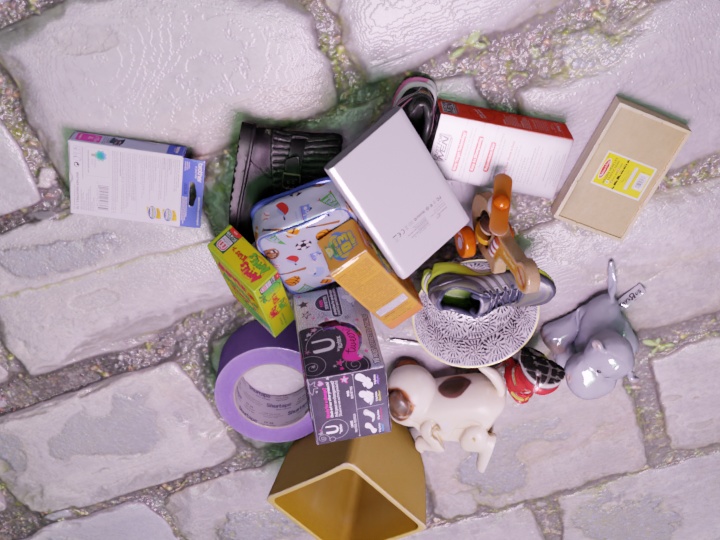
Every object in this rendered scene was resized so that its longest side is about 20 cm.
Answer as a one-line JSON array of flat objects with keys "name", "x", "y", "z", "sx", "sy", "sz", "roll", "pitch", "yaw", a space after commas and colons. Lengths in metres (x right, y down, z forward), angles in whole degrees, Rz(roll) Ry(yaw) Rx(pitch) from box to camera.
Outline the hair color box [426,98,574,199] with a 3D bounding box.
[{"name": "hair color box", "x": 0.196, "y": -0.176, "z": 1.304, "sx": 0.197, "sy": 0.061, "sz": 0.102, "roll": 10, "pitch": 122, "yaw": -8}]

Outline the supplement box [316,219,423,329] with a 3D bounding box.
[{"name": "supplement box", "x": 0.017, "y": 0.009, "z": 1.289, "sx": 0.068, "sy": 0.067, "sz": 0.200, "roll": -34, "pitch": 144, "yaw": 12}]

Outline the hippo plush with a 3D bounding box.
[{"name": "hippo plush", "x": 0.399, "y": 0.132, "z": 1.437, "sx": 0.159, "sy": 0.161, "sz": 0.200, "roll": 35, "pitch": 115, "yaw": -20}]

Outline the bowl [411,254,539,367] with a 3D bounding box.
[{"name": "bowl", "x": 0.177, "y": 0.045, "z": 1.419, "sx": 0.198, "sy": 0.095, "sz": 0.203, "roll": 0, "pitch": 122, "yaw": -1}]

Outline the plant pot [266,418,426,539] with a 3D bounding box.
[{"name": "plant pot", "x": -0.007, "y": 0.327, "z": 1.517, "sx": 0.195, "sy": 0.201, "sz": 0.194, "roll": -29, "pitch": 119, "yaw": 33}]

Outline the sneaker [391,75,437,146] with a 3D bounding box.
[{"name": "sneaker", "x": 0.055, "y": -0.174, "z": 1.287, "sx": 0.079, "sy": 0.087, "sz": 0.202, "roll": 11, "pitch": 121, "yaw": -6}]

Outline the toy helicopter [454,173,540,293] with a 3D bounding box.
[{"name": "toy helicopter", "x": 0.203, "y": -0.045, "z": 1.253, "sx": 0.078, "sy": 0.201, "sz": 0.133, "roll": -8, "pitch": 127, "yaw": -14}]

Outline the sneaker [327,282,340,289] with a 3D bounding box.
[{"name": "sneaker", "x": 0.000, "y": 0.000, "z": 1.414, "sx": 0.199, "sy": 0.075, "sz": 0.082, "roll": -33, "pitch": 101, "yaw": 12}]

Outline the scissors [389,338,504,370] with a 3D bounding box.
[{"name": "scissors", "x": 0.148, "y": 0.142, "z": 1.525, "sx": 0.197, "sy": 0.014, "sz": 0.074, "roll": -3, "pitch": 123, "yaw": -1}]

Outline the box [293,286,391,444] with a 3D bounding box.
[{"name": "box", "x": -0.031, "y": 0.132, "z": 1.315, "sx": 0.113, "sy": 0.201, "sz": 0.133, "roll": -10, "pitch": 125, "yaw": -5}]

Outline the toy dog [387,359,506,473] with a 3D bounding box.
[{"name": "toy dog", "x": 0.134, "y": 0.227, "z": 1.499, "sx": 0.198, "sy": 0.140, "sz": 0.195, "roll": 14, "pitch": 139, "yaw": 3}]

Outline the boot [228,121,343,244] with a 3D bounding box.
[{"name": "boot", "x": -0.113, "y": -0.113, "z": 1.326, "sx": 0.156, "sy": 0.080, "sz": 0.213, "roll": 8, "pitch": 123, "yaw": -9}]

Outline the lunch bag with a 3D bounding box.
[{"name": "lunch bag", "x": -0.061, "y": -0.048, "z": 1.299, "sx": 0.159, "sy": 0.076, "sz": 0.200, "roll": -22, "pitch": 151, "yaw": 5}]

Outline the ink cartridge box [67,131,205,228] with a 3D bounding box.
[{"name": "ink cartridge box", "x": -0.330, "y": -0.132, "z": 1.333, "sx": 0.197, "sy": 0.042, "sz": 0.120, "roll": 8, "pitch": 121, "yaw": -3}]

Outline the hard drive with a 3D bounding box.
[{"name": "hard drive", "x": 0.054, "y": -0.104, "z": 1.236, "sx": 0.132, "sy": 0.026, "sz": 0.201, "roll": -41, "pitch": 118, "yaw": -9}]

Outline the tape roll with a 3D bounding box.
[{"name": "tape roll", "x": -0.143, "y": 0.185, "z": 1.505, "sx": 0.197, "sy": 0.085, "sz": 0.202, "roll": -1, "pitch": 121, "yaw": -1}]

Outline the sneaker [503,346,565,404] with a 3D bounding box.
[{"name": "sneaker", "x": 0.272, "y": 0.176, "z": 1.436, "sx": 0.076, "sy": 0.200, "sz": 0.086, "roll": 17, "pitch": 96, "yaw": -1}]

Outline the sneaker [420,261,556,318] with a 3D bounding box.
[{"name": "sneaker", "x": 0.189, "y": 0.037, "z": 1.312, "sx": 0.197, "sy": 0.081, "sz": 0.075, "roll": -1, "pitch": 122, "yaw": -1}]

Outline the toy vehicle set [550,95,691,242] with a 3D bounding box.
[{"name": "toy vehicle set", "x": 0.387, "y": -0.148, "z": 1.345, "sx": 0.123, "sy": 0.027, "sz": 0.201, "roll": 19, "pitch": 119, "yaw": -12}]

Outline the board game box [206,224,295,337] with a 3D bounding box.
[{"name": "board game box", "x": -0.159, "y": 0.020, "z": 1.334, "sx": 0.048, "sy": 0.102, "sz": 0.200, "roll": -43, "pitch": 161, "yaw": -13}]
